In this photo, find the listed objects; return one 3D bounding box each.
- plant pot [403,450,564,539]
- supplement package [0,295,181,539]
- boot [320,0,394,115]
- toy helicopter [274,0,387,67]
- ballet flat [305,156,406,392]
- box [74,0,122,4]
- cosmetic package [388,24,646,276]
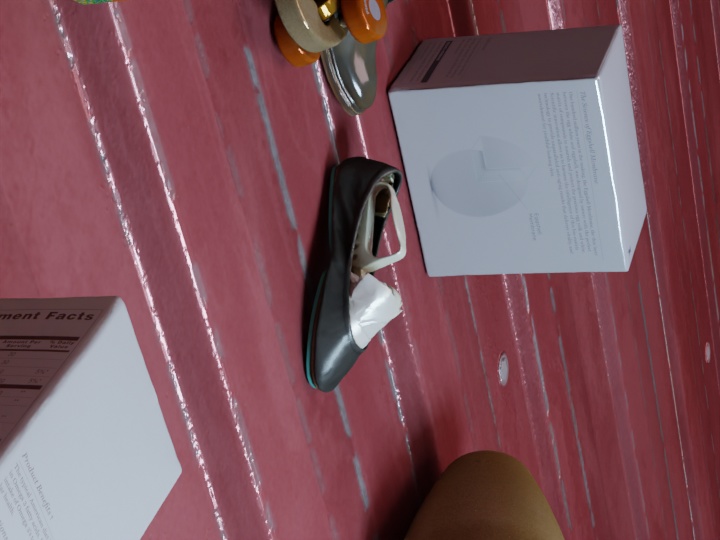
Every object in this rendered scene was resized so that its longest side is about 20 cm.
[{"bbox_3d":[0.115,0.263,1.509,0.201,0.184,0.188,-79,158,-57],"label":"plant pot"},{"bbox_3d":[-0.190,0.116,0.820,0.200,0.116,0.118,-59,141,-51],"label":"supplement package"},{"bbox_3d":[0.016,-0.228,1.354,0.075,0.096,0.202,-37,123,-62],"label":"boot"},{"bbox_3d":[-0.049,-0.264,1.262,0.132,0.078,0.202,28,53,-55],"label":"toy helicopter"},{"bbox_3d":[0.000,0.000,1.347,0.068,0.068,0.202,38,55,-62],"label":"ballet flat"},{"bbox_3d":[-0.104,-0.271,0.942,0.122,0.191,0.202,20,71,-66],"label":"box"},{"bbox_3d":[0.153,-0.111,1.552,0.123,0.198,0.201,-58,141,-52],"label":"cosmetic package"}]
